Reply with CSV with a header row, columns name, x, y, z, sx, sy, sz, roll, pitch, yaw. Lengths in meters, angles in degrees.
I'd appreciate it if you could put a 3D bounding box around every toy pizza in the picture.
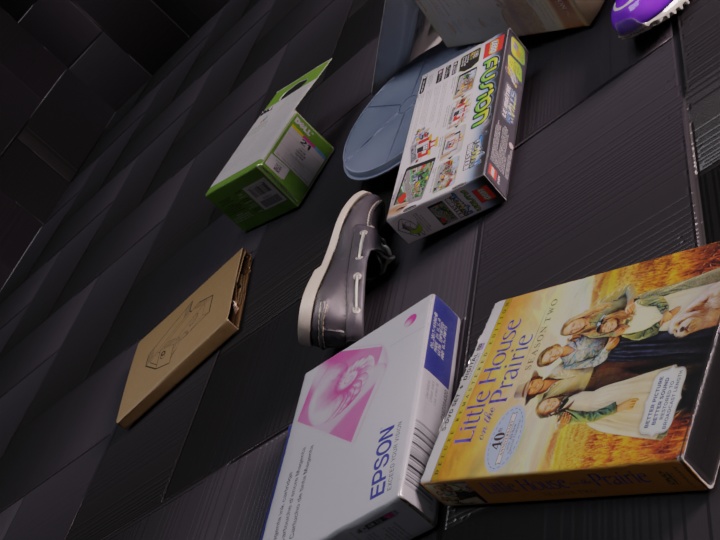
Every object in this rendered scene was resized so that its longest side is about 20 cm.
name,x,y,z,sx,sy,sz,roll,pitch,yaw
toy pizza,0.060,-0.169,1.154,0.199,0.032,0.201,-37,27,22

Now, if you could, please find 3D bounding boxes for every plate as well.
name,x,y,z,sx,sy,sz,roll,pitch,yaw
plate,0.088,-0.312,1.224,0.201,0.032,0.200,-50,-12,-24

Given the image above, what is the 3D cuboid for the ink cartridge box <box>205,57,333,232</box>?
name,x,y,z,sx,sy,sz,roll,pitch,yaw
ink cartridge box,-0.096,-0.164,1.398,0.147,0.076,0.202,-18,35,54

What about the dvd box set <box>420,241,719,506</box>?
name,x,y,z,sx,sy,sz,roll,pitch,yaw
dvd box set,0.131,0.063,0.624,0.199,0.029,0.148,-19,36,52

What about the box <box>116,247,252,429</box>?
name,x,y,z,sx,sy,sz,roll,pitch,yaw
box,-0.208,0.079,1.278,0.199,0.021,0.164,-40,23,21

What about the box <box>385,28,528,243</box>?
name,x,y,z,sx,sy,sz,roll,pitch,yaw
box,0.090,-0.125,0.976,0.109,0.035,0.202,-23,38,37

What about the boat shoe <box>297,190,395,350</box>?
name,x,y,z,sx,sy,sz,roll,pitch,yaw
boat shoe,0.000,0.000,0.982,0.062,0.074,0.201,9,40,13

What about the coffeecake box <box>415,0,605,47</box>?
name,x,y,z,sx,sy,sz,roll,pitch,yaw
coffeecake box,0.128,-0.307,1.044,0.199,0.154,0.073,6,54,52

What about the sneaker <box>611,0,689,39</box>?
name,x,y,z,sx,sy,sz,roll,pitch,yaw
sneaker,0.243,-0.286,0.897,0.069,0.099,0.202,-13,40,59

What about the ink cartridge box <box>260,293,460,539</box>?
name,x,y,z,sx,sy,sz,roll,pitch,yaw
ink cartridge box,-0.017,0.134,0.782,0.199,0.043,0.198,-34,26,31
